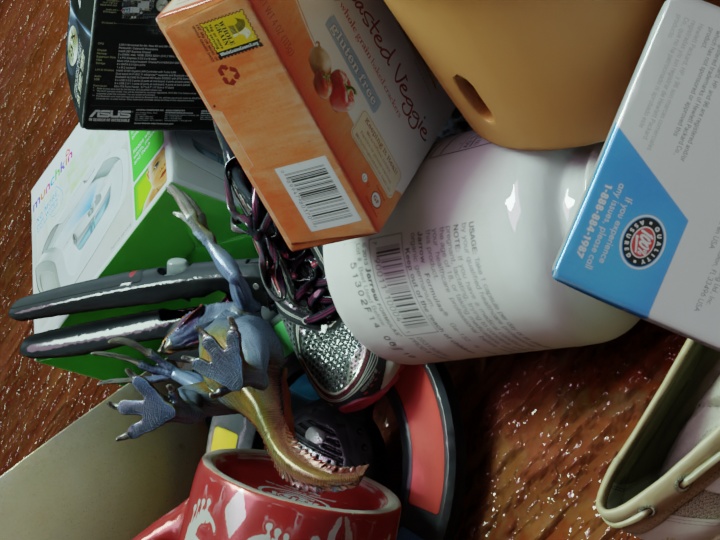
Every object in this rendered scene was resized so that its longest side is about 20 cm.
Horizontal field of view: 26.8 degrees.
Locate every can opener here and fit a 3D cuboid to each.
[{"bbox_3d":[-0.141,0.025,0.990,0.199,0.079,0.064,-2,99,19],"label":"can opener"}]

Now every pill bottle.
[{"bbox_3d":[0.086,-0.018,0.744,0.199,0.114,0.115,-10,63,45],"label":"pill bottle"}]

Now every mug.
[{"bbox_3d":[-0.071,0.200,0.777,0.133,0.176,0.201,-154,77,-67],"label":"mug"}]

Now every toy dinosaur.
[{"bbox_3d":[-0.077,0.058,0.841,0.105,0.200,0.181,-44,-8,11],"label":"toy dinosaur"}]

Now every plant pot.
[{"bbox_3d":[-0.167,0.169,0.999,0.200,0.135,0.200,-37,1,1],"label":"plant pot"},{"bbox_3d":[0.093,-0.149,0.684,0.199,0.141,0.200,-19,28,10],"label":"plant pot"}]

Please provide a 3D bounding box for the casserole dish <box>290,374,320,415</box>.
[{"bbox_3d":[0.000,0.000,0.956,0.121,0.039,0.201,22,90,60],"label":"casserole dish"}]

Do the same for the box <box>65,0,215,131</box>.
[{"bbox_3d":[-0.080,-0.178,0.966,0.086,0.199,0.164,-113,28,-46],"label":"box"}]

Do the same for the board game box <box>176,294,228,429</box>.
[{"bbox_3d":[-0.117,0.007,1.137,0.153,0.040,0.201,-53,34,26],"label":"board game box"}]

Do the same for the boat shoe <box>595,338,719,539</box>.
[{"bbox_3d":[0.169,0.028,0.639,0.201,0.063,0.073,-62,31,12],"label":"boat shoe"}]

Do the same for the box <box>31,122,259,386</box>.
[{"bbox_3d":[-0.151,-0.046,1.092,0.200,0.096,0.177,-47,39,34],"label":"box"}]

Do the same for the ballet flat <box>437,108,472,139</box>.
[{"bbox_3d":[0.008,-0.069,0.894,0.199,0.072,0.072,-11,61,39],"label":"ballet flat"}]

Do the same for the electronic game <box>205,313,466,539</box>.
[{"bbox_3d":[-0.020,0.113,0.867,0.199,0.041,0.201,-11,74,42],"label":"electronic game"}]

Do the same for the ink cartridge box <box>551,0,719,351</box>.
[{"bbox_3d":[0.185,-0.011,0.571,0.068,0.199,0.117,-1,-66,-83],"label":"ink cartridge box"}]

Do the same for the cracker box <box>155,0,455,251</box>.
[{"bbox_3d":[-0.005,-0.124,0.751,0.057,0.134,0.200,-11,32,34],"label":"cracker box"}]

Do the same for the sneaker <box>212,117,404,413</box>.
[{"bbox_3d":[-0.036,-0.017,0.835,0.080,0.075,0.201,-27,76,30],"label":"sneaker"}]
